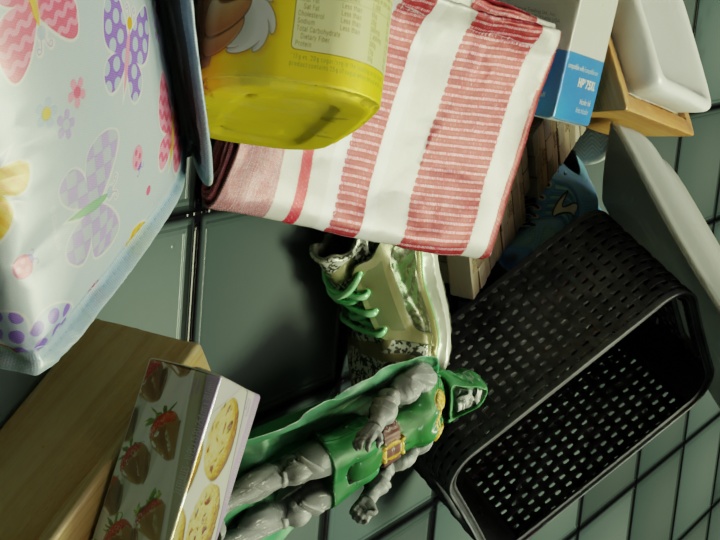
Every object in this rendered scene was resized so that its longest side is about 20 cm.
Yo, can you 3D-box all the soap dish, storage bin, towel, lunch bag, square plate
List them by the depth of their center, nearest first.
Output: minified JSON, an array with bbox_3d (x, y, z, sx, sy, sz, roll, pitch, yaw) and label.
[{"bbox_3d":[-0.121,-0.091,0.557,0.200,0.126,0.171,-62,152,-54],"label":"lunch bag"},{"bbox_3d":[0.018,-0.085,0.832,0.199,0.023,0.145,11,101,-39],"label":"towel"},{"bbox_3d":[0.122,0.075,1.027,0.199,0.094,0.135,-37,142,-6],"label":"storage bin"},{"bbox_3d":[0.156,-0.185,1.034,0.157,0.081,0.202,3,71,-64],"label":"soap dish"},{"bbox_3d":[0.222,0.007,1.050,0.201,0.028,0.198,63,1,14],"label":"square plate"}]

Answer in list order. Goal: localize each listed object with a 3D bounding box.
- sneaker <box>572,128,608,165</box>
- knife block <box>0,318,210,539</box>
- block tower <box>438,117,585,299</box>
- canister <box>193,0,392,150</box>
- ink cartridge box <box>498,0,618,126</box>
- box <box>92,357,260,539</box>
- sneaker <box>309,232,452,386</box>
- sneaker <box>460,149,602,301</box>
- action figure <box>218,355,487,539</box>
[{"bbox_3d":[0.201,-0.184,1.200,0.115,0.073,0.202,-13,111,-58],"label":"sneaker"},{"bbox_3d":[-0.148,0.122,0.650,0.175,0.064,0.202,8,93,-64],"label":"knife block"},{"bbox_3d":[0.090,-0.066,1.051,0.200,0.057,0.054,-54,144,-42],"label":"block tower"},{"bbox_3d":[-0.027,-0.163,0.675,0.148,0.086,0.202,159,-63,-76],"label":"canister"},{"bbox_3d":[0.098,-0.198,0.934,0.067,0.115,0.202,0,105,-62],"label":"ink cartridge box"},{"bbox_3d":[-0.093,0.138,0.649,0.041,0.038,0.202,36,68,-59],"label":"box"},{"bbox_3d":[0.000,0.000,0.905,0.088,0.077,0.202,-11,107,-42],"label":"sneaker"},{"bbox_3d":[0.116,-0.037,1.116,0.200,0.078,0.091,-36,115,-60],"label":"sneaker"},{"bbox_3d":[-0.008,0.102,0.859,0.199,0.055,0.119,-29,140,-30],"label":"action figure"}]
